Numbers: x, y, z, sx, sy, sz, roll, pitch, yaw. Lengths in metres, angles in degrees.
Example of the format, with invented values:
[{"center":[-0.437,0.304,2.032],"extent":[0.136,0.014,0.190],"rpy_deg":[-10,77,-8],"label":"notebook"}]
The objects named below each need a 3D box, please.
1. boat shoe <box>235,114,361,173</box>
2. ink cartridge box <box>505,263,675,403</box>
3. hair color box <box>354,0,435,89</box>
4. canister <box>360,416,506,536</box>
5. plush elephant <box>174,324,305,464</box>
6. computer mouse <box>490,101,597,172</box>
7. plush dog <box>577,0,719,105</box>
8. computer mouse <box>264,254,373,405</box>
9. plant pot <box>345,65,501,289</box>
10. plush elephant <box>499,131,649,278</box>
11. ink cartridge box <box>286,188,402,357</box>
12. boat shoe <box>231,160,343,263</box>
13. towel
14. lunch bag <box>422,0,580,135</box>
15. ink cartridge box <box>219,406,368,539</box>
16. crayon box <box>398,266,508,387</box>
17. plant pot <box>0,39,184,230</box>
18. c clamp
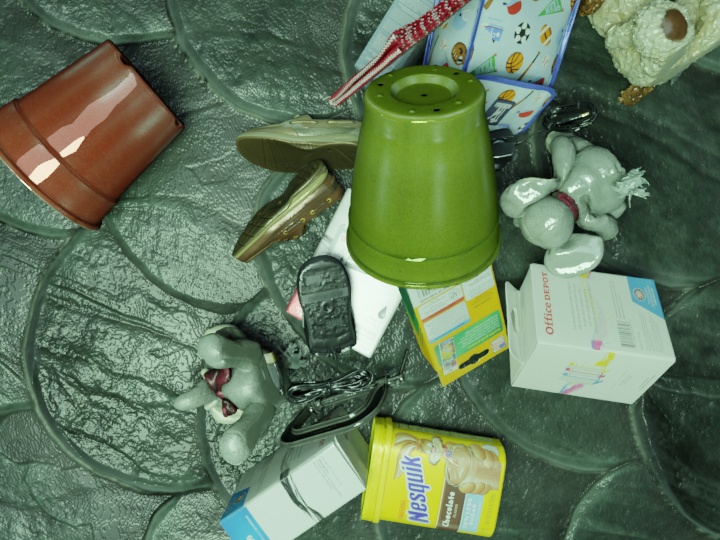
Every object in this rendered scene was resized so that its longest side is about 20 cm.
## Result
[{"center":[-0.085,-0.193,0.795],"extent":[0.196,0.073,0.066],"rpy_deg":[2,58,7],"label":"boat shoe"},{"center":[0.293,0.086,0.742],"extent":[0.196,0.126,0.130],"rpy_deg":[8,52,3],"label":"ink cartridge box"},{"center":[0.071,-0.345,0.754],"extent":[0.060,0.099,0.202],"rpy_deg":[33,95,1],"label":"hair color box"},{"center":[0.107,0.312,0.810],"extent":[0.196,0.087,0.151],"rpy_deg":[9,95,0],"label":"canister"},{"center":[-0.192,0.165,0.778],"extent":[0.153,0.199,0.167],"rpy_deg":[-17,92,27],"label":"plush elephant"},{"center":[0.214,-0.181,0.723],"extent":[0.198,0.034,0.060],"rpy_deg":[-21,55,30],"label":"computer mouse"},{"center":[0.384,-0.344,0.739],"extent":[0.198,0.161,0.174],"rpy_deg":[-23,78,-23],"label":"plush dog"},{"center":[-0.069,0.083,0.737],"extent":[0.138,0.046,0.203],"rpy_deg":[-15,104,-5],"label":"computer mouse"},{"center":[0.073,-0.119,0.621],"extent":[0.196,0.202,0.195],"rpy_deg":[-3,132,3],"label":"plant pot"},{"center":[0.272,-0.087,0.724],"extent":[0.153,0.200,0.166],"rpy_deg":[-30,100,7],"label":"plush elephant"},{"center":[0.000,0.000,0.791],"extent":[0.145,0.083,0.202],"rpy_deg":[28,95,1],"label":"ink cartridge box"},{"center":[-0.109,-0.073,0.796],"extent":[0.199,0.072,0.067],"rpy_deg":[-40,119,15],"label":"boat shoe"},{"center":[0.059,-0.262,0.591],"extent":[0.200,0.144,0.023],"rpy_deg":[-46,105,-27],"label":"towel"},{"center":[0.178,-0.282,0.714],"extent":[0.167,0.124,0.203],"rpy_deg":[-3,121,-27],"label":"lunch bag"},{"center":[-0.089,0.308,0.788],"extent":[0.199,0.145,0.085],"rpy_deg":[-36,94,5],"label":"ink cartridge box"},{"center":[0.133,0.056,0.765],"extent":[0.124,0.052,0.202],"rpy_deg":[-28,123,-8],"label":"crayon box"},{"center":[-0.368,-0.197,0.750],"extent":[0.195,0.201,0.201],"rpy_deg":[-41,92,-4],"label":"plant pot"},{"center":[-0.022,0.197,0.790],"extent":[0.198,0.171,0.027],"rpy_deg":[-24,102,18],"label":"c clamp"}]
